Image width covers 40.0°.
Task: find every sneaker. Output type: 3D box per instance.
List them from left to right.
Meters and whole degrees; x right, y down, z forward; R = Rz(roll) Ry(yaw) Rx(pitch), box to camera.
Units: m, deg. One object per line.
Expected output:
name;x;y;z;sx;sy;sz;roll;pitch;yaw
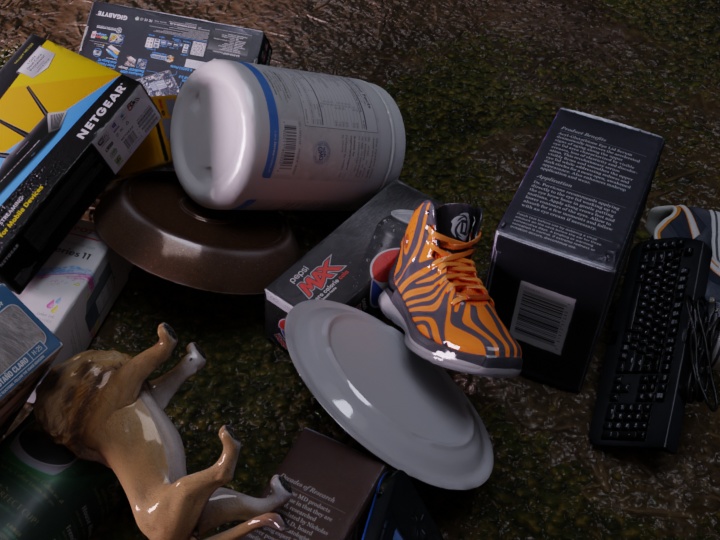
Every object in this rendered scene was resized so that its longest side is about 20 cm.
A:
sneaker;0.073;0.005;0.791;0.076;0.114;0.200;7;15;-27
sneaker;0.299;0.012;0.912;0.078;0.080;0.201;12;37;4

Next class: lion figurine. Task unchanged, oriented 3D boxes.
lion figurine;-0.136;0.120;0.647;0.122;0.072;0.201;-40;61;4

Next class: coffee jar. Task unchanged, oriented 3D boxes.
coffee jar;-0.229;0.161;0.712;0.103;0.086;0.200;25;48;20

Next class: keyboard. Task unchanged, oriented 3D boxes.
keyboard;0.251;0.051;0.826;0.103;0.040;0.203;-3;56;38

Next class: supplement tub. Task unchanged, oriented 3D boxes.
supplement tub;-0.067;-0.122;0.934;0.198;0.134;0.132;-2;37;-46

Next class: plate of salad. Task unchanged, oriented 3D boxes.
plate of salad;0.019;0.098;0.770;0.198;0.048;0.201;32;22;-15

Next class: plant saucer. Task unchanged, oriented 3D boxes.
plant saucer;-0.143;-0.043;0.910;0.196;0.035;0.201;17;23;-7

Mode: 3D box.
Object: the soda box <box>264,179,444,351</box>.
soda box;0.000;0.000;0.910;0.070;0.064;0.200;29;50;24

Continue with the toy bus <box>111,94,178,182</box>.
toy bus;-0.264;-0.114;0.958;0.197;0.066;0.078;-12;8;26

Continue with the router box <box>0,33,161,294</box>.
router box;-0.289;-0.097;0.855;0.147;0.051;0.202;25;70;27

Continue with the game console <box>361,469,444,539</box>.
game console;0.070;0.252;0.625;0.116;0.172;0.202;-9;38;26

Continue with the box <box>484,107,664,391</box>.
box;0.188;-0.023;0.888;0.103;0.150;0.201;18;44;15

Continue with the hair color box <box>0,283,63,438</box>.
hair color box;-0.284;0.097;0.692;0.061;0.200;0.100;44;52;-3

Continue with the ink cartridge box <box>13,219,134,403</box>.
ink cartridge box;-0.282;0.012;0.873;0.115;0.068;0.202;11;44;8

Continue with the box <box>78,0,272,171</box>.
box;-0.205;-0.185;1.038;0.196;0.046;0.162;11;80;8

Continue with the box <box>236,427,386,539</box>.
box;-0.056;0.217;0.658;0.074;0.101;0.201;22;46;18
